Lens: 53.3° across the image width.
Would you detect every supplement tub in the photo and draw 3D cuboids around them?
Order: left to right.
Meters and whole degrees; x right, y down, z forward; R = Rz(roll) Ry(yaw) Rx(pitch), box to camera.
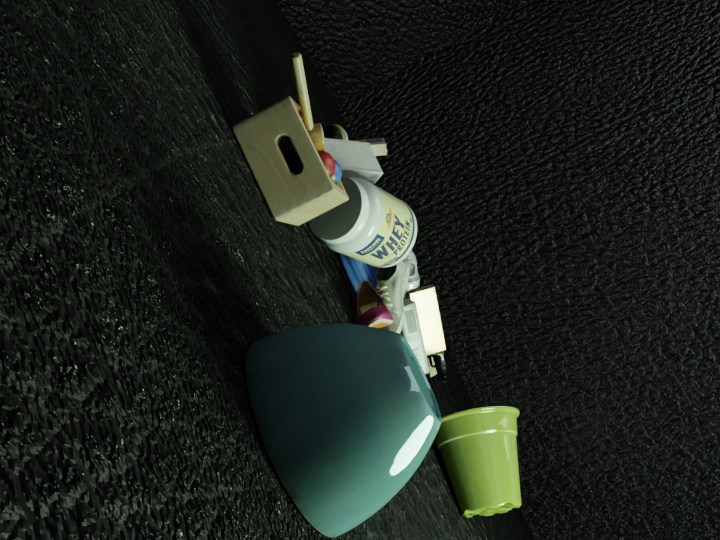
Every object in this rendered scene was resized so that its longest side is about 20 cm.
[{"bbox_3d":[0.005,-0.094,1.382,0.200,0.145,0.145,20,42,-55],"label":"supplement tub"}]

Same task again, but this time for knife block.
[{"bbox_3d":[0.153,0.153,1.612,0.200,0.064,0.176,96,-25,-57],"label":"knife block"}]

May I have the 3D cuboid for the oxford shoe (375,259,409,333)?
[{"bbox_3d":[0.053,0.059,1.445,0.058,0.075,0.201,33,58,-41],"label":"oxford shoe"}]

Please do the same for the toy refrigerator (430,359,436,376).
[{"bbox_3d":[0.147,0.185,1.869,0.200,0.070,0.076,60,1,-34],"label":"toy refrigerator"}]

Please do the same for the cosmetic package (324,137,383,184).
[{"bbox_3d":[-0.058,-0.214,1.407,0.199,0.051,0.083,-1,58,-37],"label":"cosmetic package"}]

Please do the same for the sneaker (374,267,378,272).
[{"bbox_3d":[0.021,-0.029,1.749,0.081,0.075,0.201,28,33,-47],"label":"sneaker"}]

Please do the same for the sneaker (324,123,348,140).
[{"bbox_3d":[-0.073,-0.274,1.711,0.074,0.081,0.201,123,-32,-48],"label":"sneaker"}]

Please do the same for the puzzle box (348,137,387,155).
[{"bbox_3d":[-0.043,-0.262,1.558,0.133,0.199,0.026,-89,174,-74],"label":"puzzle box"}]

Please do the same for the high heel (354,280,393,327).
[{"bbox_3d":[0.018,0.060,1.326,0.200,0.067,0.096,41,33,-85],"label":"high heel"}]

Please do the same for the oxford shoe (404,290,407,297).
[{"bbox_3d":[0.107,0.073,1.756,0.075,0.058,0.200,8,36,-55],"label":"oxford shoe"}]

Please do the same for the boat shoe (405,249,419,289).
[{"bbox_3d":[0.093,-0.017,1.647,0.200,0.073,0.066,-111,-160,-67],"label":"boat shoe"}]

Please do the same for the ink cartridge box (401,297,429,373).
[{"bbox_3d":[0.089,0.140,1.618,0.200,0.057,0.163,-166,-118,-71],"label":"ink cartridge box"}]

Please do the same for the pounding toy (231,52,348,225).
[{"bbox_3d":[-0.098,-0.194,1.112,0.201,0.142,0.184,64,7,2],"label":"pounding toy"}]

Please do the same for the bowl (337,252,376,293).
[{"bbox_3d":[0.000,0.000,1.560,0.201,0.039,0.201,62,7,-13],"label":"bowl"}]

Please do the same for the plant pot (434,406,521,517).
[{"bbox_3d":[0.251,0.403,1.487,0.200,0.199,0.191,51,28,-61],"label":"plant pot"}]

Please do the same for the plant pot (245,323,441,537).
[{"bbox_3d":[-0.002,0.130,0.689,0.201,0.134,0.200,62,7,-13],"label":"plant pot"}]
